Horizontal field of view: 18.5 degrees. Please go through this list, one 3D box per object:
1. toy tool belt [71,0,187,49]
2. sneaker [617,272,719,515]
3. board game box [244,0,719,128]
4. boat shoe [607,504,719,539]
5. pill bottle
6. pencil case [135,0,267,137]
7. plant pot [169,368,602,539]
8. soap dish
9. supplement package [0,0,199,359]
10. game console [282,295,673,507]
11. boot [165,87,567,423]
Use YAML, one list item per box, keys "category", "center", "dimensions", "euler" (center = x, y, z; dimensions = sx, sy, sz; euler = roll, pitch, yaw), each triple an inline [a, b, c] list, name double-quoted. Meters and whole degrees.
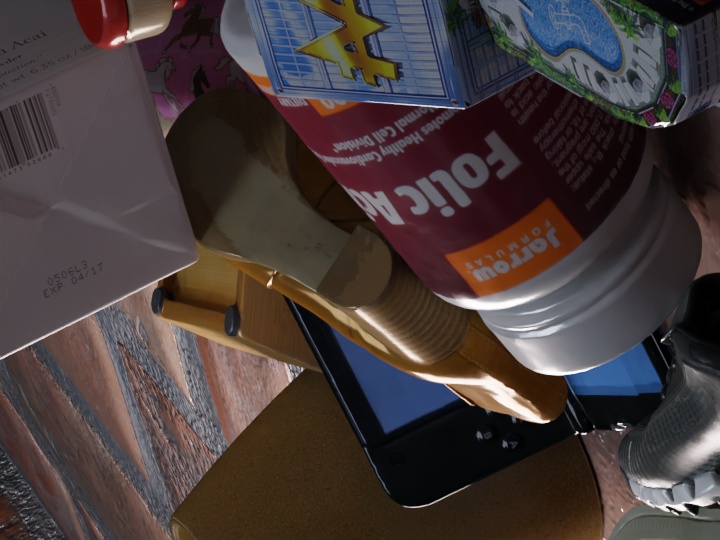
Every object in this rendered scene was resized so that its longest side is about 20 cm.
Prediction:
- category: "toy tool belt"
  center: [-0.054, -0.186, 0.843]
  dimensions: [0.125, 0.122, 0.201]
  euler: [49, 148, 46]
- category: "sneaker"
  center: [0.152, 0.045, 0.896]
  dimensions: [0.091, 0.066, 0.200]
  euler: [63, 160, 1]
- category: "board game box"
  center: [0.075, -0.099, 0.641]
  dimensions: [0.200, 0.199, 0.062]
  euler: [40, 153, 51]
- category: "boat shoe"
  center: [0.188, 0.145, 0.982]
  dimensions: [0.067, 0.072, 0.200]
  euler: [28, 169, -25]
- category: "pill bottle"
  center: [0.045, -0.058, 0.880]
  dimensions: [0.200, 0.114, 0.114]
  euler: [48, 171, -29]
- category: "pencil case"
  center: [-0.080, -0.109, 1.125]
  dimensions: [0.200, 0.083, 0.087]
  euler: [5, 111, 52]
- category: "plant pot"
  center: [0.001, 0.127, 1.234]
  dimensions: [0.187, 0.199, 0.187]
  euler: [51, 160, 27]
- category: "soap dish"
  center: [-0.054, -0.029, 1.236]
  dimensions: [0.200, 0.081, 0.158]
  euler: [-172, 87, -69]
- category: "supplement package"
  center: [-0.179, -0.068, 1.014]
  dimensions: [0.200, 0.121, 0.120]
  euler: [41, 153, 50]
- category: "game console"
  center: [0.045, 0.011, 1.071]
  dimensions: [0.201, 0.170, 0.118]
  euler: [63, -170, -6]
- category: "boot"
  center: [0.001, 0.000, 1.018]
  dimensions: [0.144, 0.071, 0.201]
  euler: [37, -177, -45]
